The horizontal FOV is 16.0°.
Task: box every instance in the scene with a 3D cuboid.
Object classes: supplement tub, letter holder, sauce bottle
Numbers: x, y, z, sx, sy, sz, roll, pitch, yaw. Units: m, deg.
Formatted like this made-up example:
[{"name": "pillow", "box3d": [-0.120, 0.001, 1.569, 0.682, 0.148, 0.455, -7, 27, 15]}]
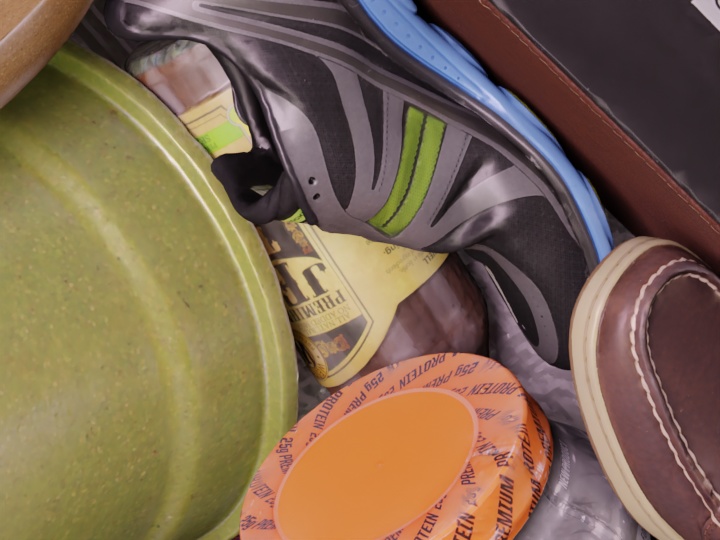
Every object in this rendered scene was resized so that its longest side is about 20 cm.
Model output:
[{"name": "supplement tub", "box3d": [0.051, 0.129, 0.792, 0.122, 0.123, 0.200, -18, 122, 22]}, {"name": "letter holder", "box3d": [0.119, -0.051, 0.765, 0.200, 0.142, 0.101, 43, 86, -7]}, {"name": "sauce bottle", "box3d": [0.000, 0.000, 0.829, 0.065, 0.065, 0.200, -27, 105, 24]}]

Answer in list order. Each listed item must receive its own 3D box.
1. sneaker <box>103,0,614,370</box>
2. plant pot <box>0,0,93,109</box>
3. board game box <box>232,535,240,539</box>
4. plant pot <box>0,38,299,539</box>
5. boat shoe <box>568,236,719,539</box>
[{"name": "sneaker", "box3d": [0.002, -0.037, 0.767, 0.200, 0.071, 0.083, 43, 85, -22]}, {"name": "plant pot", "box3d": [-0.148, -0.074, 0.766, 0.200, 0.200, 0.028, -18, 126, 22]}, {"name": "board game box", "box3d": [-0.030, 0.162, 0.935, 0.200, 0.032, 0.120, 27, 121, 2]}, {"name": "plant pot", "box3d": [-0.152, 0.047, 0.790, 0.200, 0.184, 0.201, 19, 125, 29]}, {"name": "boat shoe", "box3d": [0.134, 0.072, 0.738, 0.072, 0.072, 0.200, -1, 127, 53]}]
